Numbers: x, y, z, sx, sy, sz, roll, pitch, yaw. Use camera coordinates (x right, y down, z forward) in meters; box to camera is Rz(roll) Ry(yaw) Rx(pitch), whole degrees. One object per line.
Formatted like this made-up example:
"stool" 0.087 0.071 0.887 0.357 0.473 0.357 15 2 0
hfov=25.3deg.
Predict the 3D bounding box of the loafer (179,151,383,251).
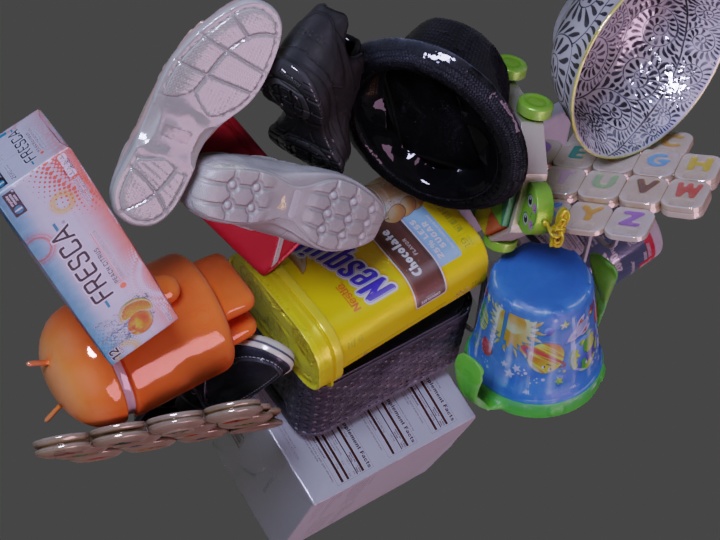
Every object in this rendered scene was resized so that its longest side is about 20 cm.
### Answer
"loafer" -0.066 -0.062 1.318 0.200 0.070 0.070 14 101 -41

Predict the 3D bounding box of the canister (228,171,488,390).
"canister" 0.000 0.000 1.488 0.200 0.149 0.087 -31 151 -21

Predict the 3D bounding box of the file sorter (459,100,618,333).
"file sorter" 0.161 -0.051 1.636 0.200 0.125 0.139 -30 152 -20

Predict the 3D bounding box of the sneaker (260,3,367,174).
"sneaker" -0.028 -0.144 1.312 0.091 0.076 0.200 -59 170 -16

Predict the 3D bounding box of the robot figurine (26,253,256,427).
"robot figurine" -0.188 0.059 1.374 0.200 0.117 0.144 -28 -175 -19

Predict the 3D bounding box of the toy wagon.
"toy wagon" 0.135 -0.093 1.451 0.039 0.200 0.155 -1 127 -18

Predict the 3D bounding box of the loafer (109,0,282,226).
"loafer" -0.134 -0.129 1.226 0.072 0.063 0.200 27 105 -29

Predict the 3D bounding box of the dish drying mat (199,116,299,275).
"dish drying mat" -0.103 -0.067 1.352 0.077 0.018 0.200 -42 143 0

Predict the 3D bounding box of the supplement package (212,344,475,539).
"supplement package" -0.022 0.166 1.674 0.200 0.147 0.191 -26 165 -24

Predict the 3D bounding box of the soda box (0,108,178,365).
"soda box" -0.214 -0.022 1.211 0.068 0.064 0.200 -35 134 -9

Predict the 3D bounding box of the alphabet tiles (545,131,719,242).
"alphabet tiles" 0.236 -0.089 1.523 0.196 0.199 0.015 -53 143 -48

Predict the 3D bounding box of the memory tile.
"memory tile" -0.173 0.142 1.399 0.199 0.017 0.153 -12 170 4

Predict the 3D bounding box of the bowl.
"bowl" 0.242 -0.213 1.501 0.200 0.094 0.201 -25 136 -27

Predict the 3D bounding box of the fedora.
"fedora" 0.074 -0.145 1.380 0.092 0.200 0.201 -60 164 -29

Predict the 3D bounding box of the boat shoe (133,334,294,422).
"boat shoe" -0.138 0.109 1.478 0.200 0.062 0.075 -21 137 36

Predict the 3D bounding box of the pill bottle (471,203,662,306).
"pill bottle" 0.223 -0.013 1.780 0.200 0.120 0.120 -35 153 -8

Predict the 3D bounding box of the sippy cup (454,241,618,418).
"sippy cup" 0.169 0.049 1.530 0.131 0.139 0.178 88 13 -46

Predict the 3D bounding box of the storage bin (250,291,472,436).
"storage bin" -0.006 0.052 1.569 0.200 0.135 0.094 -26 151 -25
